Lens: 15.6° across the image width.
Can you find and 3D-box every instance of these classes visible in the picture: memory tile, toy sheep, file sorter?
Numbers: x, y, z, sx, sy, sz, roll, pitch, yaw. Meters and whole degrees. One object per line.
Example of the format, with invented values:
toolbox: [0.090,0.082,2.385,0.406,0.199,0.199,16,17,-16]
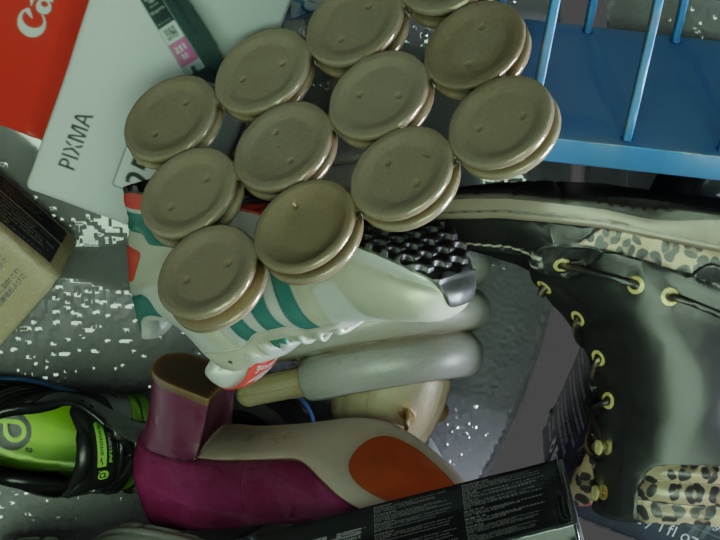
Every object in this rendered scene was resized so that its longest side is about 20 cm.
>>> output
memory tile: [-0.011,-0.065,1.193,0.199,0.154,0.017,-26,138,9]
toy sheep: [0.000,0.000,1.318,0.137,0.138,0.201,-10,89,5]
file sorter: [0.170,-0.126,1.243,0.199,0.139,0.123,6,118,-8]

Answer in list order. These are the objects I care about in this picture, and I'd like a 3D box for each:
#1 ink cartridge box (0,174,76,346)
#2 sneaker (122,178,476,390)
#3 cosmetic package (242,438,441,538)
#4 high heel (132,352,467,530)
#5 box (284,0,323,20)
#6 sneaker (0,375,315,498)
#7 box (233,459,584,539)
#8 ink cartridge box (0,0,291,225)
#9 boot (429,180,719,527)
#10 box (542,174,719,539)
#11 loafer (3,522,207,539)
ink cartridge box: [-0.272,0.013,1.356,0.165,0.075,0.200,41,105,-8]
sneaker: [-0.031,0.014,1.232,0.199,0.070,0.094,14,108,34]
cosmetic package: [0.005,0.219,1.344,0.164,0.200,0.165,-30,104,10]
high heel: [-0.024,0.116,1.283,0.199,0.067,0.097,27,127,28]
box: [-0.045,-0.188,1.268,0.199,0.040,0.138,-2,127,13]
sneaker: [-0.123,0.093,1.371,0.198,0.083,0.071,0,107,1]
box: [0.018,0.196,1.186,0.199,0.086,0.165,-15,105,4]
ink cartridge box: [-0.132,-0.121,1.287,0.173,0.044,0.201,20,131,-6]
boot: [0.113,0.037,1.234,0.199,0.073,0.152,6,99,10]
box: [0.220,0.051,1.328,0.199,0.124,0.198,21,104,-4]
loafer: [-0.131,0.173,1.353,0.070,0.070,0.199,30,152,-33]
